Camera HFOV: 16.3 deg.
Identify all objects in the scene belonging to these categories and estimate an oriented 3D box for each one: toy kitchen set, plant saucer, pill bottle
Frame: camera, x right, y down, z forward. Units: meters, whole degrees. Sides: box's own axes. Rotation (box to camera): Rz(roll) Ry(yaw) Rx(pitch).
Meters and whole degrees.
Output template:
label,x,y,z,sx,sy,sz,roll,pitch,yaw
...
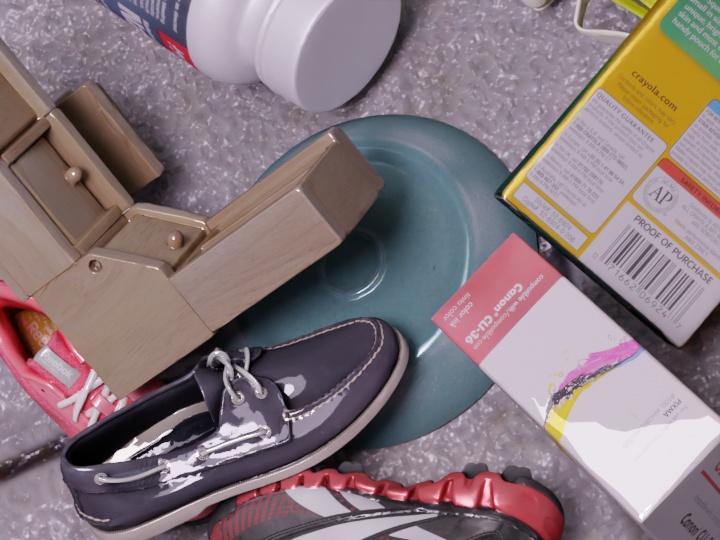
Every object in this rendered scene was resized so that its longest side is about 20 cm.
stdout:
label,x,y,z,sx,sy,sz,roll,pitch,yaw
toy kitchen set,-0.111,-0.078,1.391,0.180,0.163,0.200,-34,100,29
plant saucer,0.000,0.000,1.416,0.200,0.036,0.200,-7,70,19
pill bottle,-0.080,-0.177,1.460,0.200,0.120,0.120,35,88,28

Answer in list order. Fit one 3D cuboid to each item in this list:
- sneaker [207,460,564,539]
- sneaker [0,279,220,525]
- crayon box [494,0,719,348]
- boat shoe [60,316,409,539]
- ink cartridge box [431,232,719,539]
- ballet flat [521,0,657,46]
label,x,y,z,sx,sy,sz,roll,pitch,yaw
sneaker,0.005,0.155,1.332,0.200,0.071,0.098,-1,52,21
sneaker,-0.152,0.074,1.423,0.200,0.087,0.074,39,90,27
crayon box,0.183,-0.075,1.329,0.126,0.052,0.200,40,91,-3
boat shoe,-0.069,0.076,1.345,0.200,0.063,0.073,-29,40,1
ink cartridge box,0.139,0.081,1.286,0.068,0.116,0.200,-47,62,1
ballet flat,0.125,-0.169,1.406,0.200,0.067,0.067,30,88,26
